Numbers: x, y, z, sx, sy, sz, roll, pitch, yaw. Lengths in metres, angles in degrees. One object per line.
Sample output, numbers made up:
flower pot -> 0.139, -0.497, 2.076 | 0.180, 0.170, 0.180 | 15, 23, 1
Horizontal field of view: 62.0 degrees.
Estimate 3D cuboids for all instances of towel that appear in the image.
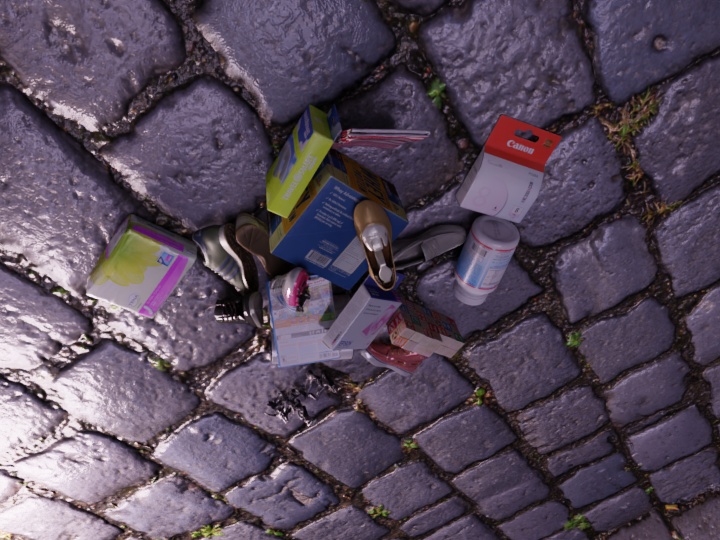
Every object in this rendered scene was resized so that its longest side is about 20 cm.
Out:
towel -> 0.029, -0.235, 1.079 | 0.143, 0.200, 0.023 | -2, 98, -12

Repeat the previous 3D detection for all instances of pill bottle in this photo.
pill bottle -> 0.277, -0.019, 1.360 | 0.108, 0.109, 0.201 | 2, 133, -15

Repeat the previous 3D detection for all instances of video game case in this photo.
video game case -> -0.127, 0.111, 1.345 | 0.142, 0.018, 0.201 | -8, 102, -6

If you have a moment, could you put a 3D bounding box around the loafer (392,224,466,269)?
loafer -> 0.143, -0.047, 1.333 | 0.199, 0.070, 0.070 | -19, 131, 2

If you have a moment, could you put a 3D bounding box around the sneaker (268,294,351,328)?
sneaker -> -0.117, 0.079, 1.375 | 0.199, 0.075, 0.087 | -12, 125, -4

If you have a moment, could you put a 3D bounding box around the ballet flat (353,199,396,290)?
ballet flat -> 0.037, -0.043, 1.137 | 0.068, 0.063, 0.201 | -19, 132, 1

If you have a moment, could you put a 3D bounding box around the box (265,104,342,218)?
box -> -0.109, -0.210, 1.104 | 0.047, 0.122, 0.200 | 23, 120, -26

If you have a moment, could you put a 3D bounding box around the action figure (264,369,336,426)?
action figure -> -0.163, 0.348, 1.565 | 0.200, 0.102, 0.119 | -41, 138, 18

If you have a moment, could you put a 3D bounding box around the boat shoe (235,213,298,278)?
boat shoe -> -0.189, -0.050, 1.253 | 0.074, 0.067, 0.200 | -30, 136, 7

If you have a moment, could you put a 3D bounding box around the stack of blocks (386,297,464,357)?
stack of blocks -> 0.158, 0.149, 1.469 | 0.199, 0.115, 0.059 | 23, 121, -29

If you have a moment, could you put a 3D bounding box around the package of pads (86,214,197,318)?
package of pads -> -0.451, -0.005, 1.225 | 0.154, 0.068, 0.200 | 26, 118, -31

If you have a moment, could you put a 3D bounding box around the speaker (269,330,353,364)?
speaker -> -0.120, 0.180, 1.449 | 0.199, 0.081, 0.082 | -3, 129, -12

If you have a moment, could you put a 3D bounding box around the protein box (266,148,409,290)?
protein box -> -0.049, -0.104, 1.196 | 0.198, 0.135, 0.200 | 26, 119, -30

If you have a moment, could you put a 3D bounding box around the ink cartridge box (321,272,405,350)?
ink cartridge box -> 0.023, 0.091, 1.341 | 0.200, 0.043, 0.196 | -53, 158, 11

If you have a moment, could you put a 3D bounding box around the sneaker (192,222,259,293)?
sneaker -> -0.284, -0.023, 1.261 | 0.089, 0.067, 0.201 | -2, 140, 13

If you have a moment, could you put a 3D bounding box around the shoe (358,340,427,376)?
shoe -> 0.088, 0.202, 1.529 | 0.200, 0.072, 0.091 | 29, 116, -38

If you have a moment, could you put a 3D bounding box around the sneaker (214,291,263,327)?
sneaker -> -0.264, 0.089, 1.286 | 0.105, 0.075, 0.200 | -3, 172, -8

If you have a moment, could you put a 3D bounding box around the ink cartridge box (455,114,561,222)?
ink cartridge box -> 0.315, -0.205, 1.261 | 0.162, 0.057, 0.201 | 12, 129, -22

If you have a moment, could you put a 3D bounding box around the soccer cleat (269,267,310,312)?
soccer cleat -> -0.151, 0.037, 1.225 | 0.086, 0.070, 0.200 | 23, 161, 3
